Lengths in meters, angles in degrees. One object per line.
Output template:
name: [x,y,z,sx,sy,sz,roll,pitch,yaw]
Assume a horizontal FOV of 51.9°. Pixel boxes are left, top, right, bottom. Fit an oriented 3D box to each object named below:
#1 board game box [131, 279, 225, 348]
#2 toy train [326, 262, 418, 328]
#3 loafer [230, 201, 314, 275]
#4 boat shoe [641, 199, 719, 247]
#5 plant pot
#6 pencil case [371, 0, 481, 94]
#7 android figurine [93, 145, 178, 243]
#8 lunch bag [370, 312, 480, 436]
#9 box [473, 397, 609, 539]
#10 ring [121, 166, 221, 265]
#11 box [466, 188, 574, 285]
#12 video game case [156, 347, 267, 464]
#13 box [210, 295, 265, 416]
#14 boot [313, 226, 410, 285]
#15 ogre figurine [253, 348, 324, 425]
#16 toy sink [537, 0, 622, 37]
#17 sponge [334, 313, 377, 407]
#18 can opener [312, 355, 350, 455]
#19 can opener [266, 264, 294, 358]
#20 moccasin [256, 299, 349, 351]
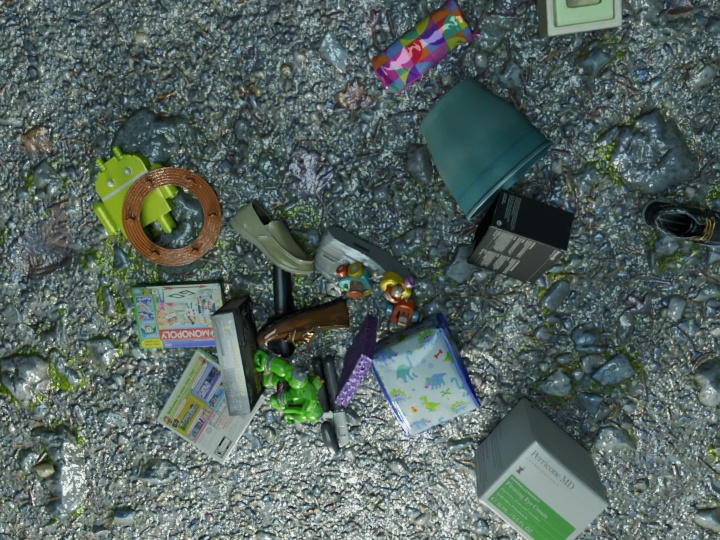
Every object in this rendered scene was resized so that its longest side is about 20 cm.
board game box: [-0.377,0.093,1.561,0.194,0.029,0.139,-3,104,7]
toy train: [0.031,0.059,1.442,0.195,0.057,0.151,16,142,-8]
loafer: [-0.167,-0.065,1.460,0.198,0.076,0.069,35,108,5]
boat shoe: [0.623,-0.078,1.364,0.194,0.091,0.073,12,107,3]
plant pot: [0.209,-0.229,1.325,0.199,0.200,0.189,-41,84,15]
pencil case: [0.114,-0.402,1.339,0.197,0.089,0.090,-32,100,16]
android figurine: [-0.458,-0.151,1.498,0.179,0.041,0.203,-26,103,13]
lunch bag: [0.129,0.215,1.484,0.167,0.128,0.204,-24,98,12]
box: [0.352,0.410,1.474,0.198,0.200,0.172,39,104,-4]
ring: [-0.376,-0.104,1.478,0.194,0.019,0.206,-5,111,-13]
box: [0.287,-0.056,1.351,0.138,0.201,0.081,21,72,2]
video game case: [-0.325,0.297,1.615,0.180,0.022,0.202,33,107,-3]
box: [-0.242,0.167,1.488,0.047,0.158,0.206,-8,98,5]
boot: [0.000,0.000,1.478,0.197,0.074,0.097,31,120,0]
ogre figurine: [-0.139,0.250,1.515,0.117,0.097,0.206,8,114,36]
toy sink: [0.369,-0.512,1.262,0.126,0.112,0.206,-5,105,7]
sponge: [-0.005,0.173,1.450,0.029,0.201,0.113,27,108,-4]
can opener: [-0.064,0.286,1.557,0.052,0.067,0.206,-8,105,8]
can opener: [-0.160,0.080,1.513,0.076,0.064,0.206,2,106,4]
moccasin: [-0.112,0.117,1.475,0.197,0.073,0.080,-15,92,-32]
